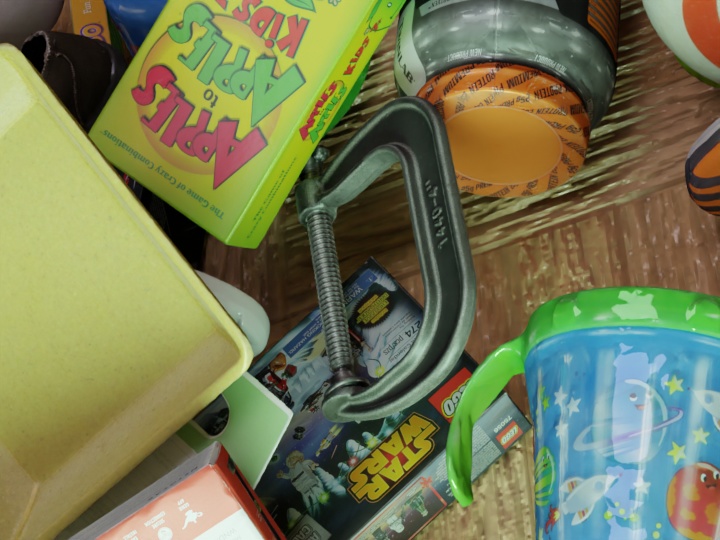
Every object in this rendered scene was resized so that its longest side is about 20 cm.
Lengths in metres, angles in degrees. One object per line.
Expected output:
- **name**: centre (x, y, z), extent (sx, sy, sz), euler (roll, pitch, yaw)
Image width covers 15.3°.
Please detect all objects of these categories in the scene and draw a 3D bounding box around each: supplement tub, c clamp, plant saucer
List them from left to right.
- **plant saucer**: centre (-0.168, 0.016, 1.346), extent (0.200, 0.048, 0.200), euler (-40, 87, 27)
- **c clamp**: centre (0.000, 0.000, 1.395), extent (0.171, 0.027, 0.201), euler (-44, 42, 31)
- **supplement tub**: centre (0.082, -0.148, 1.464), extent (0.122, 0.123, 0.201), euler (-10, 52, 25)

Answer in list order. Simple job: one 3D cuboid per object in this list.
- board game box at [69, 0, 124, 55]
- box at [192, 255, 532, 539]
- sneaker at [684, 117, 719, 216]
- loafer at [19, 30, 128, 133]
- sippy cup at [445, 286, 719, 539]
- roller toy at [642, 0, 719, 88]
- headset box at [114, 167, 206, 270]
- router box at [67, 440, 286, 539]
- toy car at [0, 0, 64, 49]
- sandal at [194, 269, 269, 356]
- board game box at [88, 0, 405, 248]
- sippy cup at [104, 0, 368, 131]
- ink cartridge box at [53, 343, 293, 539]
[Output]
- **board game box**: centre (-0.156, -0.132, 1.616), extent (0.030, 0.096, 0.201), euler (-9, 50, 0)
- **box**: centre (-0.025, 0.103, 1.403), extent (0.200, 0.040, 0.137), euler (-43, 47, -3)
- **sneaker**: centre (0.255, -0.039, 1.310), extent (0.199, 0.078, 0.113), euler (-14, 50, 22)
- **loafer**: centre (-0.217, -0.060, 1.501), extent (0.200, 0.071, 0.073), euler (-52, 47, 3)
- **sippy cup**: centre (0.137, 0.092, 1.259), extent (0.177, 0.139, 0.131), euler (-20, 55, 52)
- **roller toy**: centre (0.233, -0.191, 1.361), extent (0.199, 0.183, 0.141), euler (-14, 50, 22)
- **headset box**: centre (-0.200, 0.026, 1.540), extent (0.199, 0.077, 0.150), euler (-10, 53, 26)
- **router box**: centre (-0.100, 0.211, 1.281), extent (0.199, 0.180, 0.049), euler (-34, 7, 6)
- **toy car**: centre (-0.286, -0.142, 1.630), extent (0.175, 0.150, 0.201), euler (-30, 30, 57)
- **sandal**: centre (-0.138, -0.013, 1.426), extent (0.082, 0.202, 0.050), euler (-36, 28, 50)
- **board game box**: centre (-0.051, -0.124, 1.427), extent (0.101, 0.048, 0.201), euler (34, 98, 16)
- **sippy cup**: centre (-0.081, -0.149, 1.548), extent (0.177, 0.130, 0.140), euler (28, 74, 42)
- **ink cartridge box**: centre (-0.104, 0.130, 1.360), extent (0.145, 0.048, 0.201), euler (37, 101, 45)
